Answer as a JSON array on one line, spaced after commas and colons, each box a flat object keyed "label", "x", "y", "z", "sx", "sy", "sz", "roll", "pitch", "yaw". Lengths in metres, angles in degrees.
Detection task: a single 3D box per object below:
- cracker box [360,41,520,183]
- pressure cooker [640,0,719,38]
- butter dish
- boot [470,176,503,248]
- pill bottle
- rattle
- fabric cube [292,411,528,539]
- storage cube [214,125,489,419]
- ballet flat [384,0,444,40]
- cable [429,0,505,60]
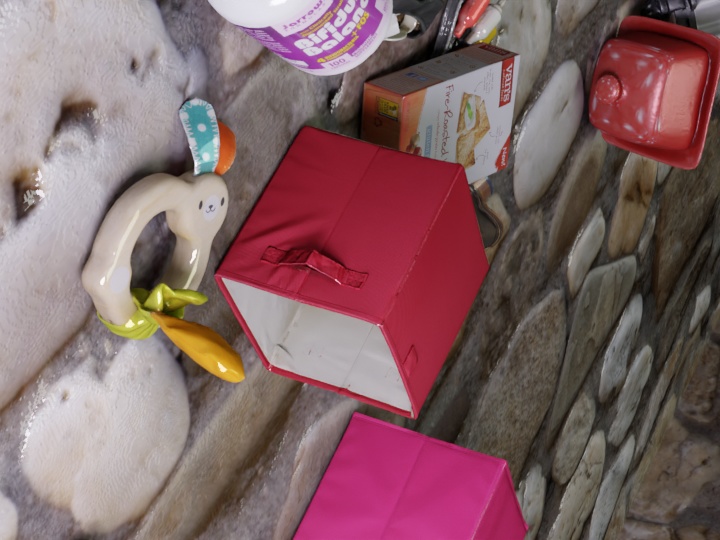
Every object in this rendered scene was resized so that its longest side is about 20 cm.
[{"label": "cracker box", "x": 0.083, "y": -0.150, "z": 1.447, "sx": 0.200, "sy": 0.058, "sz": 0.134, "roll": -27, "pitch": 131, "yaw": -43}, {"label": "pressure cooker", "x": 0.531, "y": -0.421, "z": 2.131, "sx": 0.176, "sy": 0.200, "sz": 0.179, "roll": 68, "pitch": 11, "yaw": -46}, {"label": "butter dish", "x": 0.400, "y": -0.261, "z": 2.004, "sx": 0.148, "sy": 0.199, "sz": 0.200, "roll": -5, "pitch": 112, "yaw": -39}, {"label": "boot", "x": 0.109, "y": -0.054, "z": 1.630, "sx": 0.097, "sy": 0.075, "sz": 0.200, "roll": -45, "pitch": 155, "yaw": -9}, {"label": "pill bottle", "x": -0.058, "y": -0.231, "z": 1.075, "sx": 0.200, "sy": 0.112, "sz": 0.113, "roll": 22, "pitch": 85, "yaw": -66}, {"label": "rattle", "x": -0.111, "y": -0.031, "z": 1.065, "sx": 0.200, "sy": 0.143, "sz": 0.130, "roll": -53, "pitch": 131, "yaw": -26}, {"label": "fabric cube", "x": 0.057, "y": 0.312, "z": 1.559, "sx": 0.200, "sy": 0.200, "sz": 0.196, "roll": -62, "pitch": 152, "yaw": -26}, {"label": "storage cube", "x": 0.000, "y": 0.000, "z": 1.273, "sx": 0.180, "sy": 0.171, "sz": 0.200, "roll": -62, "pitch": 153, "yaw": -26}, {"label": "ballet flat", "x": 0.027, "y": -0.251, "z": 1.306, "sx": 0.200, "sy": 0.068, "sz": 0.069, "roll": -2, "pitch": 119, "yaw": -65}, {"label": "cable", "x": 0.099, "y": -0.229, "z": 1.487, "sx": 0.200, "sy": 0.050, "sz": 0.097, "roll": -64, "pitch": 157, "yaw": -21}]
